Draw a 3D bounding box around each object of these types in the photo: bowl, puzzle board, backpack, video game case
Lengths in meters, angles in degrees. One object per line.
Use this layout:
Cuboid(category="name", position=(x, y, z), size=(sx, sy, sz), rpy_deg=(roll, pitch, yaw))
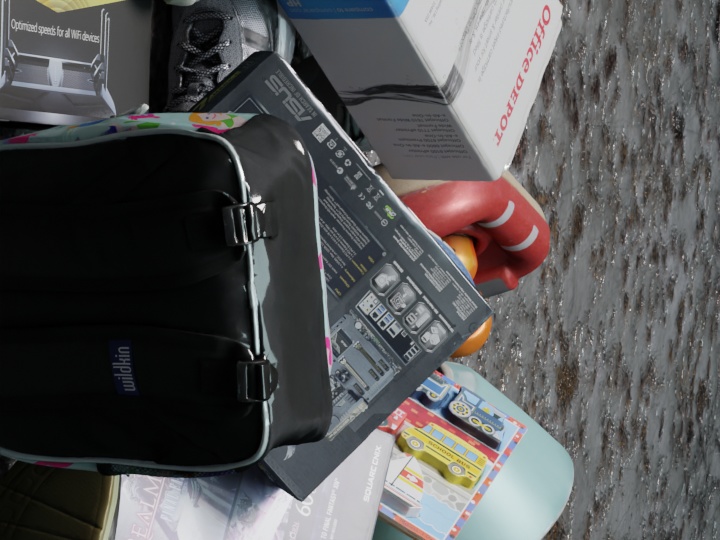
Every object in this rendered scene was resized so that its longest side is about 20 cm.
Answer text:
Cuboid(category="bowl", position=(0.032, 0.135, 1.471), size=(0.105, 0.200, 0.201), rpy_deg=(59, 36, -20))
Cuboid(category="puzzle board", position=(-0.004, 0.082, 1.361), size=(0.151, 0.199, 0.017), rpy_deg=(-47, 166, -55))
Cuboid(category="backpack", position=(-0.114, 0.009, 1.082), size=(0.150, 0.199, 0.179), rpy_deg=(-23, 108, -68))
Cuboid(category="video game case", position=(-0.082, 0.126, 1.237), size=(0.199, 0.019, 0.144), rpy_deg=(25, 65, -23))

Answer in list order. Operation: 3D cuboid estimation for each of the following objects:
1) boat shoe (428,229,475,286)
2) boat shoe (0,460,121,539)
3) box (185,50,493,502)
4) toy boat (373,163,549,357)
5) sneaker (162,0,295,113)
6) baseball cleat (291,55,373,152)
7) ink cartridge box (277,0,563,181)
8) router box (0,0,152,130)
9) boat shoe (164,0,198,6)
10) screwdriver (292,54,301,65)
Cuboid(category="boat shoe", position=(0.000, 0.000, 1.410), size=(0.200, 0.072, 0.073), rpy_deg=(31, 25, -29))
Cuboid(category="boat shoe", position=(-0.168, 0.183, 1.142), size=(0.066, 0.071, 0.202), rpy_deg=(48, 54, -65))
Cuboid(category="box", position=(-0.046, 0.003, 1.214), size=(0.158, 0.051, 0.200), rpy_deg=(-44, 104, -10))
Cuboid(category="toy boat", position=(0.060, -0.002, 1.534), size=(0.200, 0.130, 0.131), rpy_deg=(37, 39, -60))
Cuboid(category="sneaker", position=(-0.090, -0.106, 1.271), size=(0.114, 0.075, 0.201), rpy_deg=(-36, 125, -59))
Cuboid(category="baseball cleat", position=(0.022, -0.110, 1.441), size=(0.200, 0.106, 0.070), rpy_deg=(-24, 123, -48))
Cuboid(category="ink cartridge box", position=(0.036, -0.171, 1.329), size=(0.200, 0.083, 0.146), rpy_deg=(55, 47, -44))
Cuboid(category="router box", position=(-0.175, -0.152, 1.103), size=(0.200, 0.052, 0.158), rpy_deg=(0, 92, -66))
Cuboid(category="boat shoe", position=(-0.080, -0.227, 1.212), size=(0.070, 0.071, 0.202), rpy_deg=(108, -17, -51))
Cuboid(category="screwdriver", position=(-0.034, -0.130, 1.462), size=(0.200, 0.028, 0.029), rpy_deg=(29, 38, -62))
